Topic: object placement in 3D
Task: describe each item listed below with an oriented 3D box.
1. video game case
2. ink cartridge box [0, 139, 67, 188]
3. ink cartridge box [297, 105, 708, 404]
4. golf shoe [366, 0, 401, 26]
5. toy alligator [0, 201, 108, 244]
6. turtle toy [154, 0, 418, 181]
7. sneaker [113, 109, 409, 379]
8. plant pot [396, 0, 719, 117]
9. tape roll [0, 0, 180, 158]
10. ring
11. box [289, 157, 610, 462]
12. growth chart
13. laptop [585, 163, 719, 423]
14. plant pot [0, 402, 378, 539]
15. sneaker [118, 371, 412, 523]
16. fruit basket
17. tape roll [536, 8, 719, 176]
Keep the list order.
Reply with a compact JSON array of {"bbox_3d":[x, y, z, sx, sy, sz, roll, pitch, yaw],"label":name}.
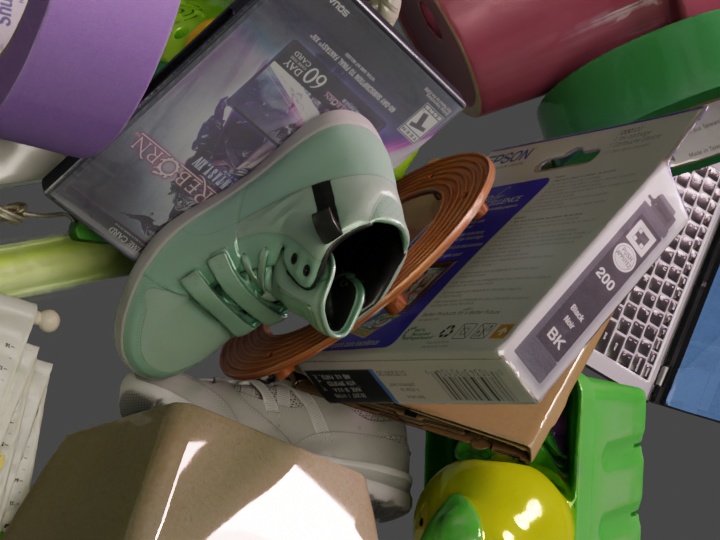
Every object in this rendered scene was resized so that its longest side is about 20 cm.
[{"bbox_3d":[-0.058,-0.072,1.009,0.200,0.019,0.143,-41,126,13],"label":"video game case"},{"bbox_3d":[-0.250,-0.114,1.031,0.199,0.048,0.146,-11,93,-28],"label":"ink cartridge box"},{"bbox_3d":[0.085,-0.004,1.004,0.200,0.198,0.043,-47,111,-26],"label":"ink cartridge box"},{"bbox_3d":[-0.031,-0.196,1.068,0.097,0.200,0.079,-1,124,-49],"label":"golf shoe"},{"bbox_3d":[-0.130,-0.036,1.075,0.199,0.059,0.055,14,81,-24],"label":"toy alligator"},{"bbox_3d":[-0.050,-0.106,1.084,0.199,0.146,0.102,12,113,-23],"label":"turtle toy"},{"bbox_3d":[-0.057,0.010,0.982,0.200,0.118,0.074,-43,125,16],"label":"sneaker"},{"bbox_3d":[0.116,-0.195,1.141,0.178,0.200,0.201,-32,101,-7],"label":"plant pot"},{"bbox_3d":[-0.153,-0.164,0.944,0.065,0.200,0.201,13,82,-26],"label":"tape roll"},{"bbox_3d":[0.000,0.000,1.057,0.200,0.200,0.019,-45,107,-20],"label":"ring"},{"bbox_3d":[0.071,0.017,1.099,0.200,0.163,0.021,-56,149,-34],"label":"box"},{"bbox_3d":[-0.246,0.099,1.037,0.144,0.018,0.201,8,83,-24],"label":"growth chart"},{"bbox_3d":[0.238,-0.006,1.218,0.199,0.116,0.188,30,75,-21],"label":"laptop"},{"bbox_3d":[-0.100,0.185,1.004,0.199,0.199,0.178,25,63,-31],"label":"plant pot"},{"bbox_3d":[-0.057,0.093,1.109,0.199,0.075,0.082,23,58,-26],"label":"sneaker"},{"bbox_3d":[0.083,0.155,1.099,0.215,0.155,0.217,-6,100,-41],"label":"fruit basket"},{"bbox_3d":[0.212,-0.109,1.137,0.199,0.200,0.048,-10,76,-25],"label":"tape roll"}]
